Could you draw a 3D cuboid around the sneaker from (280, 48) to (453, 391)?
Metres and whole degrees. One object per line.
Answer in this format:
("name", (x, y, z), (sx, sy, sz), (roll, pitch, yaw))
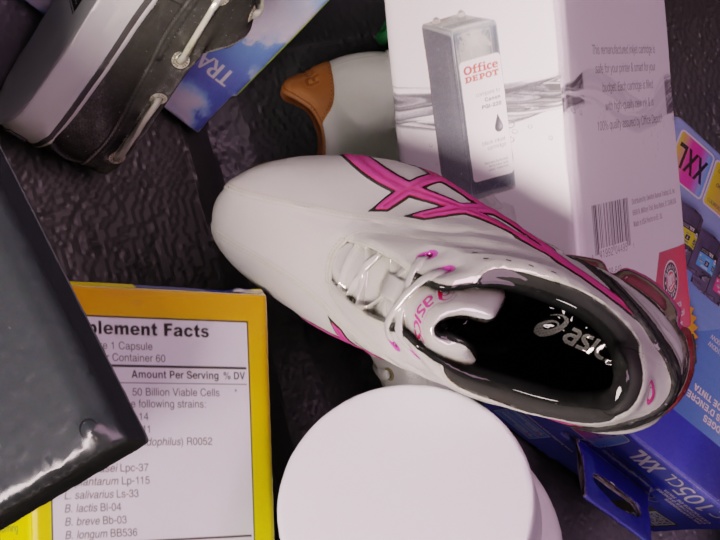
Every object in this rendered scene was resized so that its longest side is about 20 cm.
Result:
("sneaker", (0.000, 0.000, 0.837), (0.084, 0.073, 0.201), (-8, 91, -6))

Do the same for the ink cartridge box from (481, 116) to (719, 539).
("ink cartridge box", (0.150, 0.042, 0.919), (0.136, 0.076, 0.200), (37, 63, -24))

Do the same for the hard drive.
("hard drive", (-0.180, 0.008, 0.628), (0.200, 0.139, 0.033), (61, 8, 13))

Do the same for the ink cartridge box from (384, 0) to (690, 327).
("ink cartridge box", (0.079, -0.064, 0.774), (0.146, 0.085, 0.201), (-14, 101, -63))

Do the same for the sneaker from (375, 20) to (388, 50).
("sneaker", (0.050, -0.101, 0.890), (0.083, 0.074, 0.201), (-4, 86, -10))

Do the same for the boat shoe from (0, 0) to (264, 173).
("boat shoe", (-0.073, -0.124, 0.738), (0.064, 0.200, 0.071), (28, 29, -29))

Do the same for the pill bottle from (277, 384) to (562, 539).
("pill bottle", (0.028, 0.131, 0.725), (0.114, 0.200, 0.115), (-4, 61, 7))

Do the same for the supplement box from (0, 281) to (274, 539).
("supplement box", (-0.106, 0.109, 0.692), (0.109, 0.109, 0.201), (5, 79, -39))

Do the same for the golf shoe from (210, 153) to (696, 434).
("golf shoe", (0.028, 0.003, 0.670), (0.092, 0.199, 0.073), (-2, 111, -72))

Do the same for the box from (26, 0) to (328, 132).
("box", (-0.050, -0.169, 0.774), (0.122, 0.200, 0.048), (37, 23, -23))
